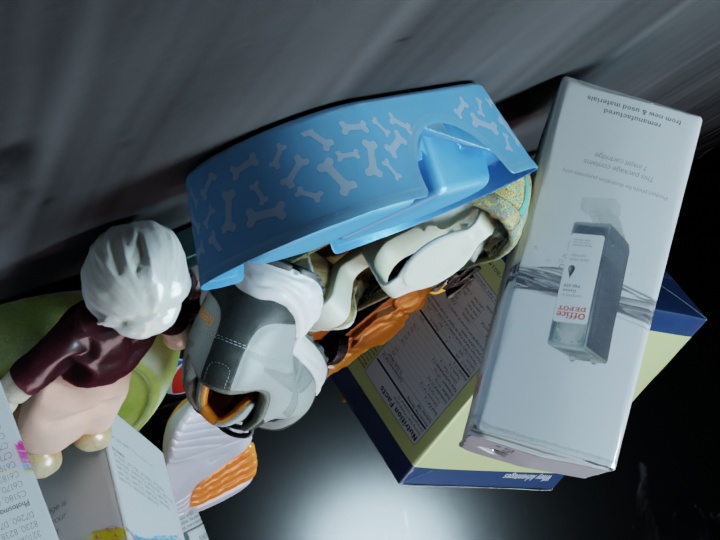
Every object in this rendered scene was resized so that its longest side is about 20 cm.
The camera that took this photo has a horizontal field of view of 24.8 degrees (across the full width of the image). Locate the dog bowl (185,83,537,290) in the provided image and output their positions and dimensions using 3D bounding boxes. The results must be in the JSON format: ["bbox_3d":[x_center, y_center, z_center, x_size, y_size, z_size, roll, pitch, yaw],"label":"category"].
[{"bbox_3d":[-0.001,-0.042,0.745,0.111,0.050,0.200,-24,176,35],"label":"dog bowl"}]

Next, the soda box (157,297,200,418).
[{"bbox_3d":[-0.161,0.065,1.142,0.199,0.071,0.063,-22,-140,12],"label":"soda box"}]

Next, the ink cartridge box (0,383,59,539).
[{"bbox_3d":[-0.206,0.125,0.799,0.068,0.201,0.115,-19,176,-38],"label":"ink cartridge box"}]

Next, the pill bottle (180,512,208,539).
[{"bbox_3d":[-0.199,0.147,1.257,0.113,0.201,0.113,-21,177,-1],"label":"pill bottle"}]

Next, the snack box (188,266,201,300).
[{"bbox_3d":[-0.018,-0.030,1.049,0.199,0.024,0.072,-21,174,-13],"label":"snack box"}]

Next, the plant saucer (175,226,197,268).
[{"bbox_3d":[-0.021,-0.043,0.890,0.199,0.019,0.070,-23,177,15],"label":"plant saucer"}]

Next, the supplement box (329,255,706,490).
[{"bbox_3d":[0.116,0.053,1.263,0.200,0.134,0.200,10,126,-46],"label":"supplement box"}]

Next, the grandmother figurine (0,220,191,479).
[{"bbox_3d":[-0.137,0.040,0.833,0.121,0.061,0.200,-36,169,-39],"label":"grandmother figurine"}]

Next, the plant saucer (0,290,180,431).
[{"bbox_3d":[-0.197,0.082,0.970,0.199,0.031,0.200,-19,152,-10],"label":"plant saucer"}]

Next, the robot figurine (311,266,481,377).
[{"bbox_3d":[0.000,0.000,1.003,0.145,0.058,0.200,3,143,-48],"label":"robot figurine"}]

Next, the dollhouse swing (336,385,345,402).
[{"bbox_3d":[0.084,0.012,1.338,0.199,0.182,0.176,-20,-168,-21],"label":"dollhouse swing"}]

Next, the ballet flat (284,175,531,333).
[{"bbox_3d":[0.002,-0.004,0.882,0.199,0.071,0.071,-25,176,21],"label":"ballet flat"}]

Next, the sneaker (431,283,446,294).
[{"bbox_3d":[-0.005,-0.001,1.203,0.078,0.078,0.200,-21,179,-40],"label":"sneaker"}]

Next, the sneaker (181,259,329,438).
[{"bbox_3d":[-0.063,0.053,0.862,0.074,0.080,0.200,21,162,8],"label":"sneaker"}]

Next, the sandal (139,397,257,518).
[{"bbox_3d":[-0.111,0.108,1.101,0.079,0.059,0.207,-20,156,-21],"label":"sandal"}]

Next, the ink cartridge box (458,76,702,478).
[{"bbox_3d":[0.121,0.012,0.928,0.084,0.201,0.146,16,172,4],"label":"ink cartridge box"}]

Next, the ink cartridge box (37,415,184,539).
[{"bbox_3d":[-0.170,0.195,0.924,0.147,0.200,0.086,-29,137,11],"label":"ink cartridge box"}]
